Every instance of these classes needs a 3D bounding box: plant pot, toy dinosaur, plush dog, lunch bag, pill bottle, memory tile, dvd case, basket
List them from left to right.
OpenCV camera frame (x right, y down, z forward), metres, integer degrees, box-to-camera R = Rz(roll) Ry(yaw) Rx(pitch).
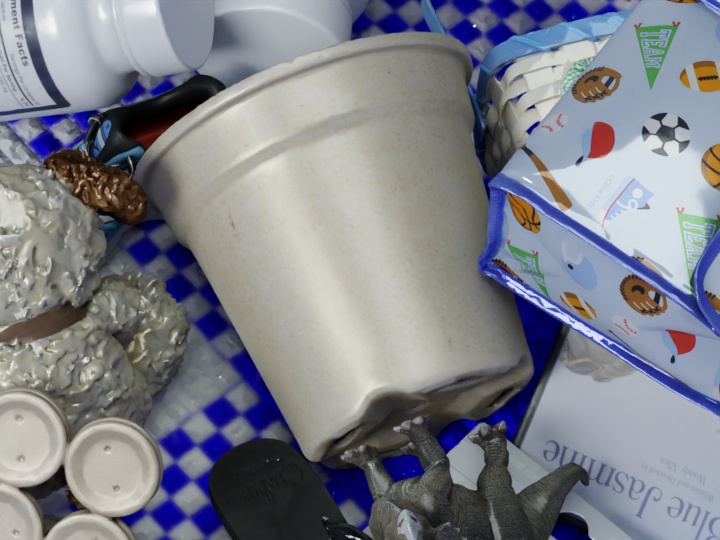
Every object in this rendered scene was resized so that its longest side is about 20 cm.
[{"bbox_3d":[-0.189,0.153,1.421,0.153,0.017,0.201,16,104,7],"label":"memory tile"},{"bbox_3d":[-0.181,0.027,1.456,0.199,0.172,0.160,-21,23,-14],"label":"plush dog"},{"bbox_3d":[-0.189,-0.142,1.580,0.199,0.111,0.111,-6,57,19],"label":"pill bottle"},{"bbox_3d":[-0.044,-0.208,1.665,0.113,0.114,0.201,7,58,0],"label":"pill bottle"},{"bbox_3d":[0.000,0.000,1.515,0.200,0.201,0.184,-18,73,-14],"label":"plant pot"},{"bbox_3d":[0.050,0.131,1.436,0.077,0.200,0.103,-25,71,30],"label":"toy dinosaur"},{"bbox_3d":[0.143,-0.108,1.602,0.176,0.139,0.200,-13,55,-11],"label":"basket"},{"bbox_3d":[0.173,0.057,1.508,0.142,0.018,0.201,23,99,10],"label":"dvd case"},{"bbox_3d":[0.188,-0.030,1.414,0.200,0.124,0.170,35,69,16],"label":"lunch bag"}]

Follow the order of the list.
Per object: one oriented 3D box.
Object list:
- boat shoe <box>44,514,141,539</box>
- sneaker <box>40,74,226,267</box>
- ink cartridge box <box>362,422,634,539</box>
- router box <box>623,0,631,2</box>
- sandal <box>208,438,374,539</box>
[{"bbox_3d":[-0.167,0.158,1.465,0.199,0.065,0.072,13,59,4],"label":"boat shoe"},{"bbox_3d":[-0.154,-0.055,1.579,0.200,0.090,0.078,-33,66,-20],"label":"sneaker"},{"bbox_3d":[0.058,0.197,1.473,0.160,0.047,0.200,38,60,18],"label":"ink cartridge box"},{"bbox_3d":[0.066,-0.245,1.584,0.049,0.179,0.200,-53,31,9],"label":"router box"},{"bbox_3d":[-0.014,0.161,1.434,0.075,0.045,0.200,-28,63,-22],"label":"sandal"}]
